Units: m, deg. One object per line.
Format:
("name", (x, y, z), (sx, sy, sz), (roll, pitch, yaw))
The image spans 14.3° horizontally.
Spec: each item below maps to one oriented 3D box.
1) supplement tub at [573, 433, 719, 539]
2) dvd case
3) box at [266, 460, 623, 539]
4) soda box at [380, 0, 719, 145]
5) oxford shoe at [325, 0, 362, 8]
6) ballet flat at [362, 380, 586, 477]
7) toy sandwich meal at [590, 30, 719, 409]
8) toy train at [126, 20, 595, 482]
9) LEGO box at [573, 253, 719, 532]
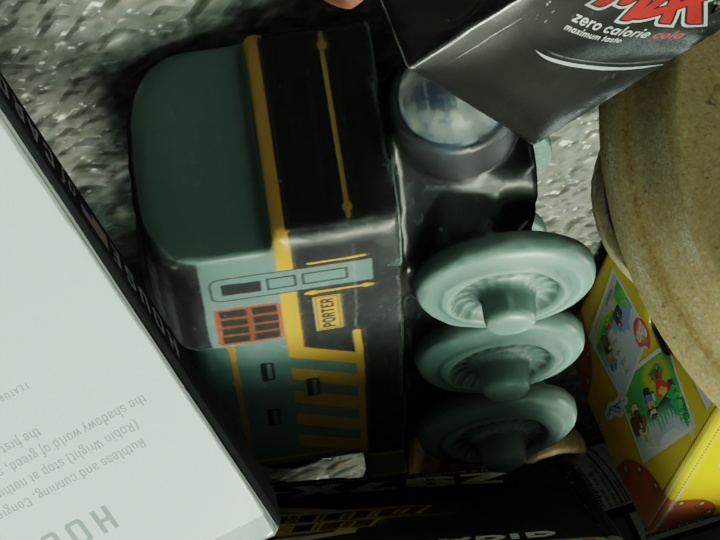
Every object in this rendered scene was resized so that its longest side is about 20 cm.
("supplement tub", (0.124, 0.110, 1.031), (0.199, 0.123, 0.123), (-16, 154, -13))
("dvd case", (-0.128, 0.017, 0.638), (0.150, 0.025, 0.200), (-26, 123, 8))
("box", (-0.031, 0.092, 0.800), (0.199, 0.050, 0.160), (-5, -178, 0))
("soda box", (0.093, -0.111, 0.628), (0.200, 0.071, 0.063), (-32, 152, 20))
("oxford shoe", (-0.018, -0.129, 0.532), (0.074, 0.071, 0.200), (-46, 156, -9))
("ballet flat", (0.013, 0.119, 0.921), (0.068, 0.072, 0.201), (12, 109, -61))
("toy sandwich meal", (0.149, -0.029, 0.727), (0.204, 0.206, 0.070), (-15, 171, -16))
("toy train", (0.000, 0.000, 0.771), (0.113, 0.086, 0.200), (-7, 157, -1))
("LEGO box", (0.163, -0.013, 0.872), (0.148, 0.077, 0.200), (-14, 153, -19))
